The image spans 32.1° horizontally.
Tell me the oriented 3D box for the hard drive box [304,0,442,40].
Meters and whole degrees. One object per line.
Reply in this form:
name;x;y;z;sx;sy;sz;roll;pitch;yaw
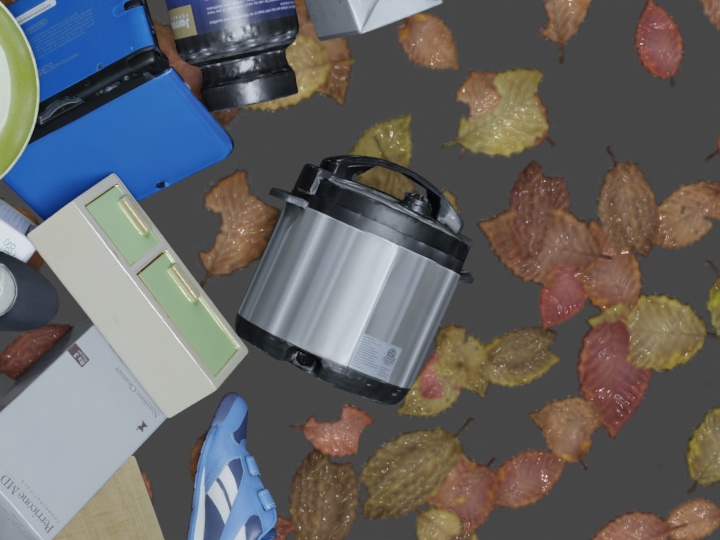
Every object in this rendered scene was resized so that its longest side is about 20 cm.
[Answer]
hard drive box;-0.012;-0.282;1.062;0.077;0.200;0.156;-22;103;-7

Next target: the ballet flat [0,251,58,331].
ballet flat;-0.346;0.002;1.029;0.200;0.073;0.073;27;93;-13

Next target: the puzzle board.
puzzle board;-0.257;0.291;1.201;0.151;0.017;0.200;-19;102;-9

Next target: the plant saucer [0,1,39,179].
plant saucer;-0.363;-0.148;1.009;0.200;0.031;0.200;-6;106;-20

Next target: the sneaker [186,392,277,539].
sneaker;-0.115;0.213;1.158;0.082;0.074;0.200;6;70;-4

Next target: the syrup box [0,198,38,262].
syrup box;-0.381;-0.056;1.088;0.200;0.081;0.079;37;93;-16

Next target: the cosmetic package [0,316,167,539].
cosmetic package;-0.258;0.136;1.094;0.113;0.081;0.200;50;51;-15

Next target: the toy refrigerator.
toy refrigerator;-0.189;0.020;1.088;0.070;0.076;0.200;-32;99;28

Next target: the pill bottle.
pill bottle;-0.116;-0.245;1.094;0.112;0.112;0.200;-13;100;-8

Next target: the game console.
game console;-0.237;-0.153;1.097;0.200;0.118;0.171;-23;72;18

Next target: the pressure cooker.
pressure cooker;0.002;0.001;1.118;0.179;0.176;0.200;24;92;20
